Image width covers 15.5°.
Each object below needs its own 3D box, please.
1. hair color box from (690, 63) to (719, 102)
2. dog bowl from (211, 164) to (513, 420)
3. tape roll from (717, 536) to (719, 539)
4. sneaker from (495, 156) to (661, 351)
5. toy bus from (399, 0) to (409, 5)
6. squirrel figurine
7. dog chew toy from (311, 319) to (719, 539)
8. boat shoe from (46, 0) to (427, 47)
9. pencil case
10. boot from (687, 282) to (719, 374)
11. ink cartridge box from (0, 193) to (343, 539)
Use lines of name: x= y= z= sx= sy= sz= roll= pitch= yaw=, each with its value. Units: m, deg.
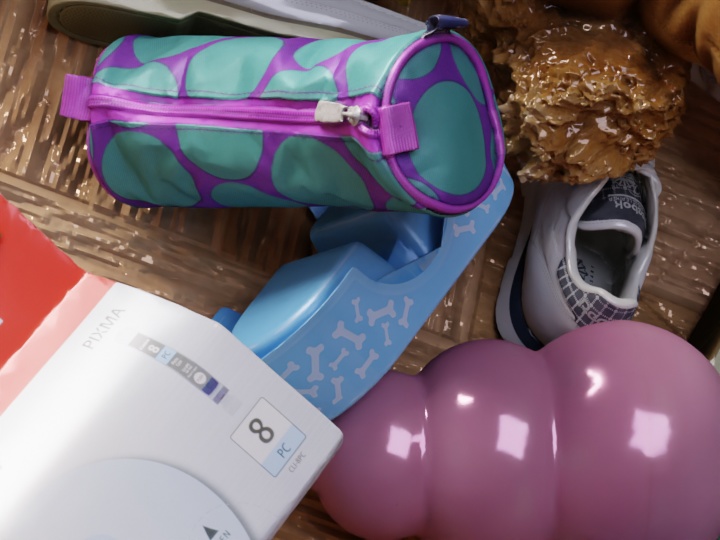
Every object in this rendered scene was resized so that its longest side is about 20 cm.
hair color box: x=0.223 y=-0.127 z=1.332 sx=0.065 sy=0.110 sz=0.200 roll=-19 pitch=46 yaw=-34
dog bowl: x=0.000 y=0.000 z=1.236 sx=0.050 sy=0.111 sz=0.200 roll=49 pitch=57 yaw=-17
tape roll: x=0.243 y=0.184 z=1.266 sx=0.199 sy=0.048 sz=0.202 roll=1 pitch=83 yaw=-12
sneaker: x=0.121 y=-0.049 z=1.324 sx=0.076 sy=0.081 sz=0.201 roll=14 pitch=63 yaw=-17
toy bus: x=0.015 y=-0.265 z=1.340 sx=0.191 sy=0.136 sz=0.200 roll=32 pitch=58 yaw=11
squirrel figurine: x=0.146 y=-0.125 z=1.259 sx=0.187 sy=0.200 sz=0.141 roll=49 pitch=25 yaw=19
dog chew toy: x=0.071 y=0.085 z=1.227 sx=0.199 sy=0.125 sz=0.125 roll=0 pitch=68 yaw=-6
boat shoe: x=-0.050 y=-0.134 z=1.285 sx=0.199 sy=0.075 sz=0.069 roll=13 pitch=70 yaw=-18
pencil case: x=-0.034 y=-0.068 z=1.194 sx=0.092 sy=0.199 sz=0.086 roll=9 pitch=85 yaw=-50
boot: x=0.257 y=0.042 z=1.353 sx=0.154 sy=0.072 sz=0.200 roll=38 pitch=64 yaw=-5
ink cartridge box: x=-0.126 y=0.064 z=1.089 sx=0.200 sy=0.047 sz=0.160 roll=42 pitch=56 yaw=-5
